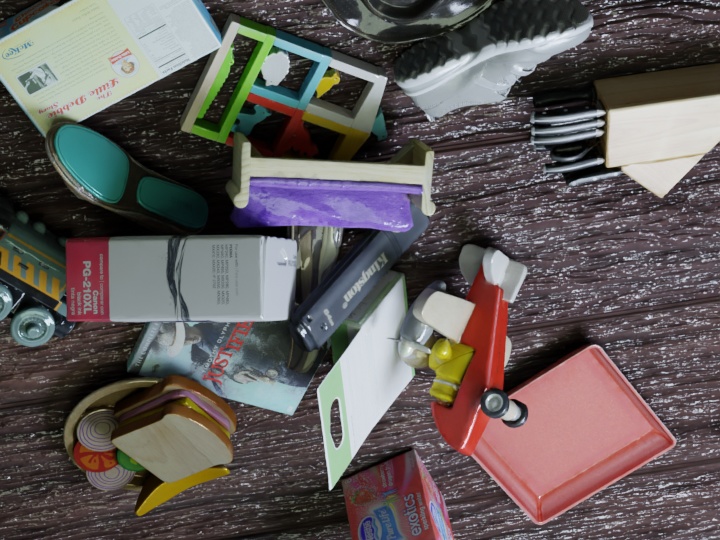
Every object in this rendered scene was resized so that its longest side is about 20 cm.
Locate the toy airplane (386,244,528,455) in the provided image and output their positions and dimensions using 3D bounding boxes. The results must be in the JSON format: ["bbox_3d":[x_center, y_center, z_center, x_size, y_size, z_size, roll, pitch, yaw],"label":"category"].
[{"bbox_3d":[0.106,0.067,1.807,0.140,0.199,0.201,-2,121,25],"label":"toy airplane"}]

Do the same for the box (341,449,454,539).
[{"bbox_3d":[0.051,0.318,1.948,0.102,0.200,0.095,-23,128,9],"label":"box"}]

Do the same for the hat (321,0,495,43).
[{"bbox_3d":[0.052,-0.285,1.581,0.199,0.081,0.202,-2,120,-4],"label":"hat"}]

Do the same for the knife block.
[{"bbox_3d":[0.271,-0.163,1.722,0.175,0.064,0.200,32,115,-28],"label":"knife block"}]

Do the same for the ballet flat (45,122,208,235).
[{"bbox_3d":[-0.243,-0.081,1.686,0.200,0.068,0.067,32,153,-35],"label":"ballet flat"}]

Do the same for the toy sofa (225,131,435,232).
[{"bbox_3d":[-0.030,-0.081,1.675,0.199,0.083,0.098,2,101,-11],"label":"toy sofa"}]

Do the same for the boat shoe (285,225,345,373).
[{"bbox_3d":[-0.062,0.009,1.787,0.073,0.075,0.201,11,109,2],"label":"boat shoe"}]

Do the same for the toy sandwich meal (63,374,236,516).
[{"bbox_3d":[-0.229,0.194,1.878,0.204,0.070,0.206,-3,133,-4],"label":"toy sandwich meal"}]

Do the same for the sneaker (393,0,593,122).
[{"bbox_3d":[0.136,-0.208,1.670,0.199,0.075,0.082,-18,134,17],"label":"sneaker"}]

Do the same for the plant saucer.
[{"bbox_3d":[0.236,0.185,1.985,0.199,0.037,0.200,-33,123,14],"label":"plant saucer"}]

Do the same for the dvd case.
[{"bbox_3d":[-0.136,0.078,1.854,0.199,0.022,0.146,18,121,-20],"label":"dvd case"}]

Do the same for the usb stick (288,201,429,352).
[{"bbox_3d":[0.000,0.000,1.747,0.200,0.033,0.056,-48,143,-21],"label":"usb stick"}]

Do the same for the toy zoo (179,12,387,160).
[{"bbox_3d":[-0.063,-0.165,1.691,0.199,0.021,0.132,18,121,-21],"label":"toy zoo"}]

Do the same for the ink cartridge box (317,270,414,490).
[{"bbox_3d":[-0.008,0.111,1.797,0.048,0.200,0.146,15,132,26],"label":"ink cartridge box"}]

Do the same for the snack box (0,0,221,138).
[{"bbox_3d":[-0.245,-0.217,1.611,0.199,0.037,0.116,-26,126,10],"label":"snack box"}]

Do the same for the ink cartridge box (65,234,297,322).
[{"bbox_3d":[-0.173,0.009,1.684,0.199,0.145,0.085,-1,89,10],"label":"ink cartridge box"}]

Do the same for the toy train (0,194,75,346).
[{"bbox_3d":[-0.358,-0.007,1.722,0.200,0.085,0.114,33,105,-28],"label":"toy train"}]
